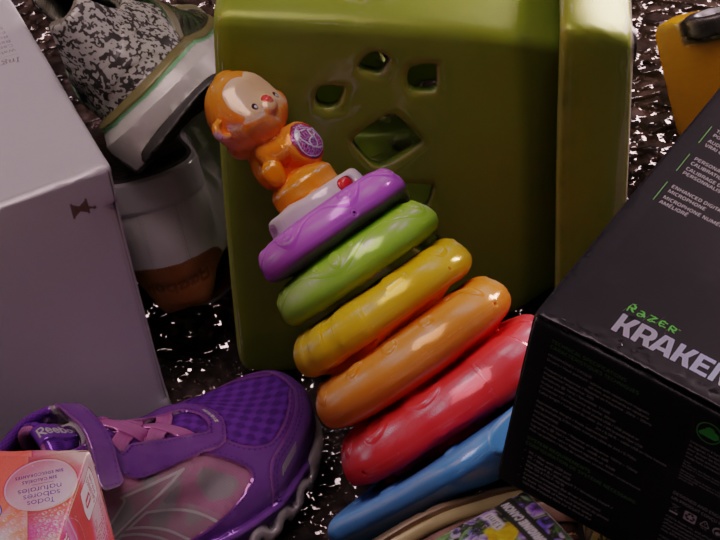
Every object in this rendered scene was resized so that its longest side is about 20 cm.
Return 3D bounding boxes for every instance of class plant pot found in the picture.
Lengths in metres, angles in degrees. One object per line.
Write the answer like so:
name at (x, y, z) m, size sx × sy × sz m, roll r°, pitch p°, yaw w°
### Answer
plant pot at (0.035, -0.086, 1.126) m, size 0.180 × 0.200 × 0.201 m, roll 0°, pitch 38°, yaw 4°

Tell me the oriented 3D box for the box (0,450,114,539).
box at (-0.127, 0.167, 0.831) m, size 0.094 × 0.201 × 0.103 m, roll -1°, pitch 39°, yaw 11°

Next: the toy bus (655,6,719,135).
toy bus at (0.247, -0.112, 1.167) m, size 0.199 × 0.065 × 0.078 m, roll -8°, pitch 15°, yaw 35°

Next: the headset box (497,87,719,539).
headset box at (0.176, 0.027, 0.886) m, size 0.173 × 0.093 × 0.200 m, roll 29°, pitch 49°, yaw 18°

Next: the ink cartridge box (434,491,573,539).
ink cartridge box at (-0.005, 0.173, 0.867) m, size 0.199 × 0.109 × 0.050 m, roll -26°, pitch 39°, yaw -18°

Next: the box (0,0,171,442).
box at (-0.178, -0.020, 1.123) m, size 0.106 × 0.153 × 0.200 m, roll -20°, pitch 38°, yaw -12°

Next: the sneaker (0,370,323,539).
sneaker at (-0.104, 0.090, 1.018) m, size 0.199 × 0.089 × 0.080 m, roll -28°, pitch 39°, yaw -22°

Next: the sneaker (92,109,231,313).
sneaker at (-0.097, -0.028, 1.194) m, size 0.072 × 0.085 × 0.200 m, roll -16°, pitch 15°, yaw 4°

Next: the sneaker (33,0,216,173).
sneaker at (-0.113, -0.112, 1.135) m, size 0.077 × 0.089 × 0.200 m, roll -43°, pitch 14°, yaw 1°

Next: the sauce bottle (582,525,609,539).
sauce bottle at (0.120, 0.110, 0.954) m, size 0.066 × 0.066 × 0.200 m, roll -10°, pitch 36°, yaw 1°

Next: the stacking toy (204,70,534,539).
stacking toy at (0.000, 0.000, 0.999) m, size 0.116 × 0.201 × 0.110 m, roll -33°, pitch 0°, yaw -43°

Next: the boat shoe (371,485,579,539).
boat shoe at (0.008, 0.144, 0.945) m, size 0.199 × 0.072 × 0.068 m, roll -23°, pitch 73°, yaw -29°
